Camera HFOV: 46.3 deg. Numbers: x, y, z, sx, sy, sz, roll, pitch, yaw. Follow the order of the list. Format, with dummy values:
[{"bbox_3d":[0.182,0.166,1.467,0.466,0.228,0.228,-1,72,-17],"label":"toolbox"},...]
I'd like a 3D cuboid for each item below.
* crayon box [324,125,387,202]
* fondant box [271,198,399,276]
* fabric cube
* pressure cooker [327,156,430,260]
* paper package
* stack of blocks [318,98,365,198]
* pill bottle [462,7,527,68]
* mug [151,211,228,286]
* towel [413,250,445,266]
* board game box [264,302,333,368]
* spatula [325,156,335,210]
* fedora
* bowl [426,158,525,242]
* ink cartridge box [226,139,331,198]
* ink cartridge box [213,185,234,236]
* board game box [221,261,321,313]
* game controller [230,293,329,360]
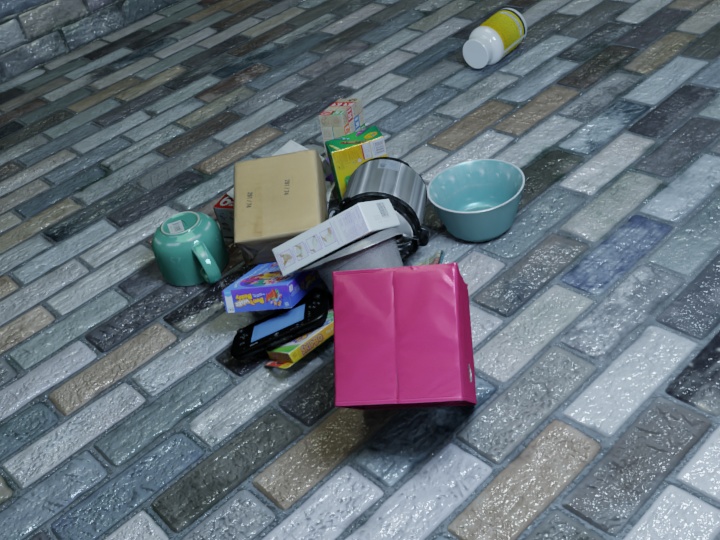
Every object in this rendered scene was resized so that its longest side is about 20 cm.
[{"bbox_3d":[0.004,-0.195,1.806,0.118,0.201,0.058,-18,35,-7],"label":"crayon box"},{"bbox_3d":[-0.044,-0.061,1.549,0.199,0.059,0.144,-27,-4,25],"label":"fondant box"},{"bbox_3d":[0.072,0.110,1.305,0.198,0.196,0.202,-4,78,12],"label":"fabric cube"},{"bbox_3d":[0.039,-0.109,1.689,0.175,0.179,0.201,-24,32,29],"label":"pressure cooker"},{"bbox_3d":[-0.164,-0.130,1.724,0.188,0.104,0.202,-9,62,5],"label":"paper package"},{"bbox_3d":[-0.031,-0.279,1.929,0.058,0.202,0.115,4,29,23],"label":"stack of blocks"},{"bbox_3d":[0.376,-0.652,2.377,0.112,0.113,0.200,17,45,36],"label":"pill bottle"},{"bbox_3d":[-0.359,-0.055,1.814,0.183,0.115,0.152,5,39,25],"label":"mug"},{"bbox_3d":[0.063,0.048,1.519,0.199,0.022,0.147,-33,22,36],"label":"towel"},{"bbox_3d":[-0.085,0.113,1.540,0.200,0.030,0.095,-38,17,-27],"label":"board game box"},{"bbox_3d":[-0.069,-0.164,1.856,0.056,0.021,0.202,2,72,34],"label":"spatula"},{"bbox_3d":[0.000,0.000,1.532,0.199,0.091,0.177,-25,-4,15],"label":"fedora"},{"bbox_3d":[0.241,-0.132,1.723,0.199,0.106,0.202,-9,35,6],"label":"bowl"},{"bbox_3d":[-0.181,-0.196,1.878,0.200,0.050,0.161,-43,40,-10],"label":"ink cartridge box"},{"bbox_3d":[-0.202,-0.153,1.920,0.198,0.084,0.176,5,39,25],"label":"ink cartridge box"},{"bbox_3d":[-0.165,0.026,1.632,0.133,0.045,0.200,-5,14,17],"label":"board game box"},{"bbox_3d":[-0.147,0.103,1.546,0.198,0.042,0.104,-25,14,10],"label":"game controller"}]
